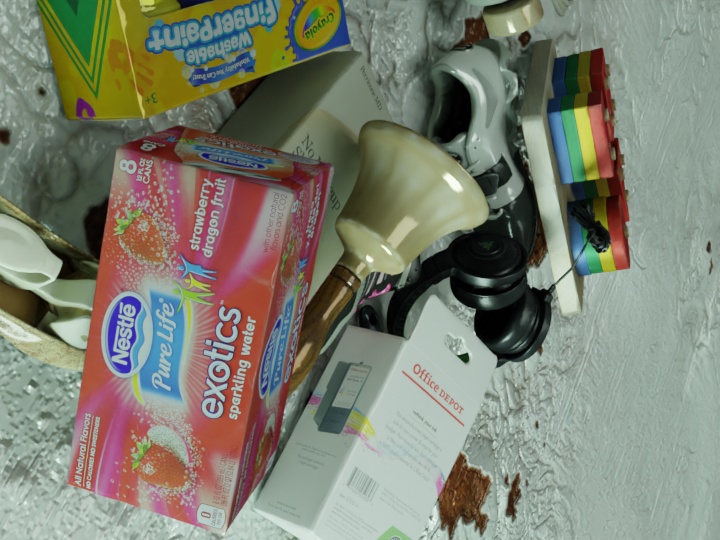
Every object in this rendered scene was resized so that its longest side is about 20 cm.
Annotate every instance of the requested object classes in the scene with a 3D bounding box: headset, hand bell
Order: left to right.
[{"bbox_3d":[-0.014,0.012,0.741,0.200,0.104,0.104,-54,135,-15],"label":"hand bell"},{"bbox_3d":[0.114,0.012,0.958,0.124,0.200,0.094,57,9,-38],"label":"headset"}]

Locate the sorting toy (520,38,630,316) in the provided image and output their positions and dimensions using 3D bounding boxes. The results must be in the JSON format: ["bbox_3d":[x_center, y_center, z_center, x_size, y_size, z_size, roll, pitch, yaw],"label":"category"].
[{"bbox_3d":[0.208,-0.095,1.070,0.200,0.069,0.199,-69,147,-58],"label":"sorting toy"}]

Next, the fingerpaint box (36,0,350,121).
[{"bbox_3d":[-0.102,-0.197,0.705,0.200,0.073,0.167,-30,117,-47],"label":"fingerpaint box"}]

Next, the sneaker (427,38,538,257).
[{"bbox_3d":[0.095,-0.092,0.986,0.088,0.074,0.201,-23,105,-44],"label":"sneaker"}]

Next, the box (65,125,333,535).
[{"bbox_3d":[-0.089,0.030,0.644,0.095,0.099,0.201,-48,152,-71],"label":"box"}]

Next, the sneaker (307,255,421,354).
[{"bbox_3d":[0.000,0.000,0.862,0.088,0.074,0.200,54,48,-33],"label":"sneaker"}]

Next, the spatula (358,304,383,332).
[{"bbox_3d":[0.024,0.122,0.953,0.056,0.021,0.201,-30,117,-46],"label":"spatula"}]

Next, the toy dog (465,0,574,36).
[{"bbox_3d":[0.114,-0.273,0.991,0.200,0.096,0.132,-39,122,-61],"label":"toy dog"}]

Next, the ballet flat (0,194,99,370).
[{"bbox_3d":[-0.178,0.008,0.636,0.200,0.065,0.071,36,65,-49],"label":"ballet flat"}]

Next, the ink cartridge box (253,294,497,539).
[{"bbox_3d":[0.018,0.124,0.884,0.117,0.067,0.200,44,67,-40],"label":"ink cartridge box"}]

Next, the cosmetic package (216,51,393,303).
[{"bbox_3d":[-0.056,-0.051,0.786,0.200,0.073,0.104,-55,135,-32],"label":"cosmetic package"}]
